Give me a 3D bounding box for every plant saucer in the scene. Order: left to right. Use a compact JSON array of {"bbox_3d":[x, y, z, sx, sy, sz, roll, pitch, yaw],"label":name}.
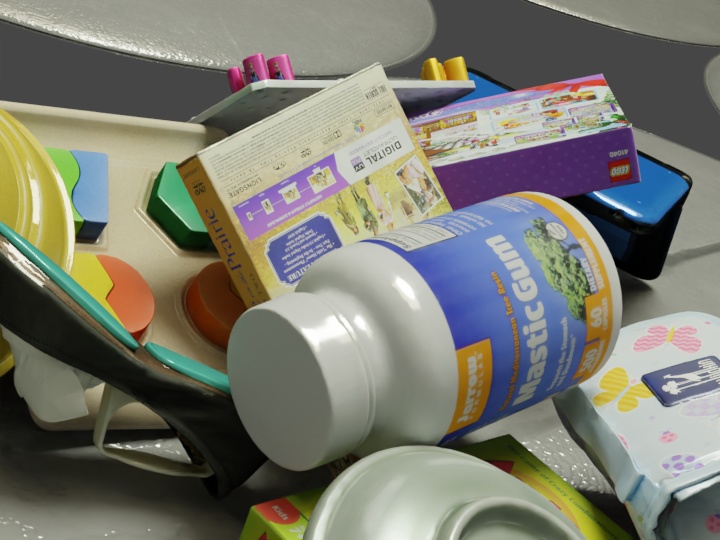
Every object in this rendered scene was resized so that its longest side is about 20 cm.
[{"bbox_3d":[0.066,0.159,0.720,0.199,0.050,0.202,25,42,-25],"label":"plant saucer"}]

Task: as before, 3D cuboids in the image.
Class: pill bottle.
[{"bbox_3d":[0.033,0.033,0.830,0.199,0.113,0.112,-19,45,-39],"label":"pill bottle"}]

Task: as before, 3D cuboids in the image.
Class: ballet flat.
[{"bbox_3d":[-0.122,0.053,0.794,0.199,0.069,0.068,36,-4,-26],"label":"ballet flat"}]

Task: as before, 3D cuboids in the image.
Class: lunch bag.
[{"bbox_3d":[0.212,0.109,0.896,0.198,0.128,0.170,19,16,-19],"label":"lunch bag"}]

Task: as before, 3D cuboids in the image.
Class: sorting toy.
[{"bbox_3d":[-0.121,-0.007,0.910,0.184,0.036,0.202,4,55,-38],"label":"sorting toy"}]

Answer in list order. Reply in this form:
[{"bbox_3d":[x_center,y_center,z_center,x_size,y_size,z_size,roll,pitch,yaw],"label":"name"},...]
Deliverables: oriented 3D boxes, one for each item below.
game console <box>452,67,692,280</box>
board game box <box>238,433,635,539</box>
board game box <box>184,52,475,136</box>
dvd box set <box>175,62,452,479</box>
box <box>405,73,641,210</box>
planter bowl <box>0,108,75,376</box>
[{"bbox_3d":[0.134,-0.056,1.210,0.199,0.119,0.171,27,28,16],"label":"game console"},{"bbox_3d":[0.041,0.147,0.815,0.199,0.048,0.101,-9,38,-46],"label":"board game box"},{"bbox_3d":[-0.055,-0.100,1.091,0.199,0.199,0.026,-6,79,-43],"label":"board game box"},{"bbox_3d":[0.000,0.000,0.907,0.146,0.029,0.202,-32,97,-36],"label":"dvd box set"},{"bbox_3d":[0.069,-0.072,1.023,0.198,0.040,0.137,-11,20,5],"label":"box"},{"bbox_3d":[-0.242,-0.036,0.802,0.198,0.084,0.202,5,61,-9],"label":"planter bowl"}]
